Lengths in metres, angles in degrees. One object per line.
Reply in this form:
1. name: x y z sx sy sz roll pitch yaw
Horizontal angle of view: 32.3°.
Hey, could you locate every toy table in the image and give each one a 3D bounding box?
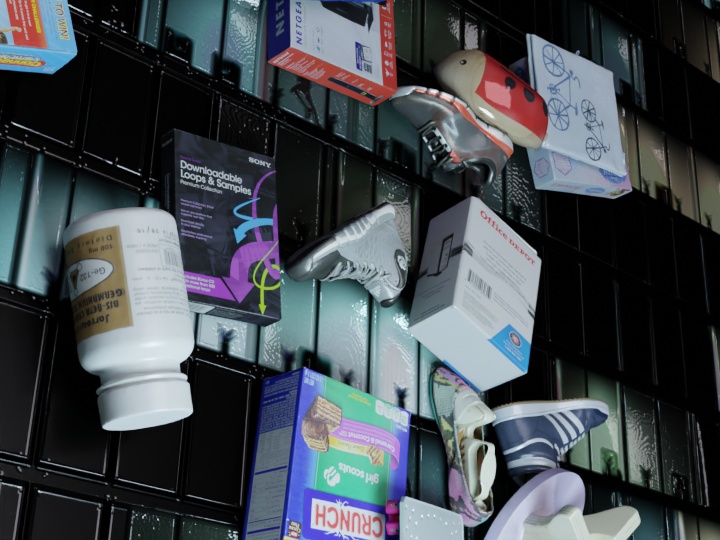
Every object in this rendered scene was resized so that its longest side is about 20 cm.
1. toy table: 0.240 0.335 1.496 0.200 0.117 0.184 -51 128 -20

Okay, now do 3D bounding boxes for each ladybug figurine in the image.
1. ladybug figurine: 0.193 -0.244 1.738 0.199 0.072 0.136 30 20 -27

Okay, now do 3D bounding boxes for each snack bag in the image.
1. snack bag: 0.327 -0.249 1.879 0.199 0.021 0.190 13 65 -38

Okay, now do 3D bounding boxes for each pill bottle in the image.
1. pill bottle: -0.223 0.049 1.217 0.114 0.114 0.201 2 71 -43

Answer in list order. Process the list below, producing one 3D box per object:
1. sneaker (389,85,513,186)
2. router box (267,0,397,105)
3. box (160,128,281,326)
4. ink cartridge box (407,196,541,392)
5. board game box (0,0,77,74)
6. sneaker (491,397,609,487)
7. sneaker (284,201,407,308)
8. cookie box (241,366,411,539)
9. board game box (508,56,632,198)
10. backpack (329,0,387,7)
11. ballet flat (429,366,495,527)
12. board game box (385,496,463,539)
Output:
1. sneaker: 0.119 -0.178 1.675 0.199 0.077 0.082 27 75 -21
2. router box: -0.037 -0.334 1.607 0.179 0.049 0.201 16 62 -39
3. box: -0.155 -0.047 1.381 0.142 0.036 0.201 13 63 -40
4. ink cartridge box: 0.149 0.028 1.590 0.146 0.084 0.201 41 41 -25
5. board game box: -0.398 -0.305 1.243 0.195 0.056 0.201 -2 74 -44
6. sneaker: 0.258 0.228 1.633 0.199 0.070 0.109 2 66 -36
7. sneaker: 0.000 0.000 1.484 0.200 0.075 0.116 -33 98 -47
8. cookie box: -0.033 0.230 1.351 0.171 0.075 0.201 26 57 -36
9. board game box: 0.324 -0.217 1.908 0.199 0.041 0.201 2 72 -43
10. backpack: -0.016 -0.427 1.514 0.199 0.168 0.163 -15 76 -42
11. ballet flat: 0.135 0.211 1.523 0.069 0.071 0.201 10 66 -40
12. board game box: 0.072 0.361 1.363 0.200 0.026 0.201 36 52 -62
